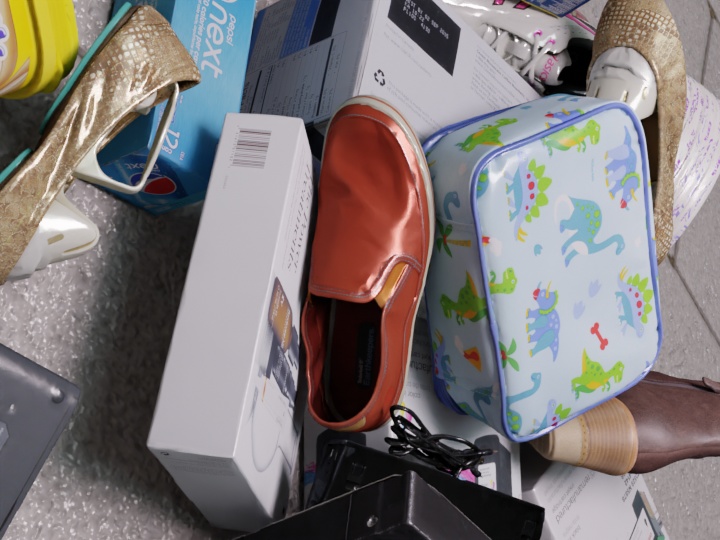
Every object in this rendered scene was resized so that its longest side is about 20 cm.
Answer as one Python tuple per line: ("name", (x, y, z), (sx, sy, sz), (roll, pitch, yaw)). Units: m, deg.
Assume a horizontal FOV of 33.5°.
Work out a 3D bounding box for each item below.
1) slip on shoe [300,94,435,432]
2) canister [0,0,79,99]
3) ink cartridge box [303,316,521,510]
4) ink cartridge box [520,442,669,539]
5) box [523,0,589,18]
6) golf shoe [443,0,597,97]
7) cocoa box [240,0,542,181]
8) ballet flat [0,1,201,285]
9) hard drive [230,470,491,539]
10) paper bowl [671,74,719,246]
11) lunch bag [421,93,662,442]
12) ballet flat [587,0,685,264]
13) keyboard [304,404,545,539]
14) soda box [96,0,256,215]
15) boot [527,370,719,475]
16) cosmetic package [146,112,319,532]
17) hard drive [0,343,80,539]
("slip on shoe", (0.000, 0.000, 0.697), (0.061, 0.073, 0.202), (-17, 114, -66))
("canister", (-0.239, -0.129, 0.556), (0.200, 0.086, 0.150), (-36, 128, -46))
("ink cartridge box", (0.038, 0.143, 0.811), (0.145, 0.082, 0.202), (17, 66, -45))
("ink cartridge box", (0.171, 0.221, 0.939), (0.146, 0.084, 0.201), (-39, 108, -47))
("box", (0.080, -0.244, 0.801), (0.198, 0.064, 0.071), (17, 66, -29))
("golf shoe", (0.113, -0.172, 0.872), (0.198, 0.092, 0.073), (10, 115, -28))
("cocoa box", (0.023, -0.094, 0.831), (0.199, 0.130, 0.135), (35, 55, -37))
("ballet flat", (-0.150, -0.049, 0.621), (0.065, 0.070, 0.201), (37, 78, -11))
("hard drive", (-0.011, 0.186, 0.650), (0.140, 0.199, 0.038), (44, 33, -30))
("paper bowl", (0.199, -0.083, 0.981), (0.104, 0.201, 0.202), (34, 51, -10))
("lunch bag", (0.117, -0.005, 0.764), (0.160, 0.082, 0.202), (-24, 115, -28))
("ballet flat", (0.186, -0.091, 0.829), (0.065, 0.070, 0.202), (-24, 112, -51))
("keyboard", (0.039, 0.145, 0.733), (0.199, 0.039, 0.105), (27, 83, -41))
("soda box", (-0.112, -0.142, 0.739), (0.064, 0.067, 0.202), (30, 57, -42))
("boot", (0.188, 0.095, 0.894), (0.164, 0.200, 0.073), (1, 108, -13))
("cosmetic package", (-0.061, 0.035, 0.697), (0.151, 0.051, 0.202), (81, 17, -64))
("hard drive", (-0.237, 0.068, 0.517), (0.200, 0.033, 0.140), (37, 77, -37))
